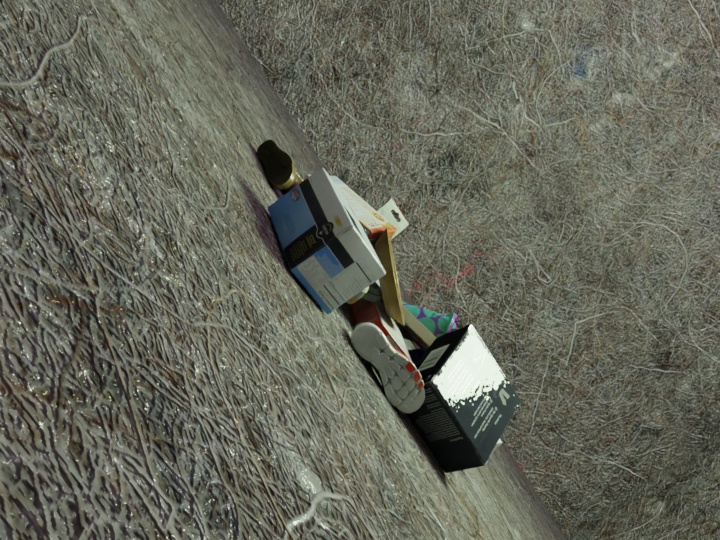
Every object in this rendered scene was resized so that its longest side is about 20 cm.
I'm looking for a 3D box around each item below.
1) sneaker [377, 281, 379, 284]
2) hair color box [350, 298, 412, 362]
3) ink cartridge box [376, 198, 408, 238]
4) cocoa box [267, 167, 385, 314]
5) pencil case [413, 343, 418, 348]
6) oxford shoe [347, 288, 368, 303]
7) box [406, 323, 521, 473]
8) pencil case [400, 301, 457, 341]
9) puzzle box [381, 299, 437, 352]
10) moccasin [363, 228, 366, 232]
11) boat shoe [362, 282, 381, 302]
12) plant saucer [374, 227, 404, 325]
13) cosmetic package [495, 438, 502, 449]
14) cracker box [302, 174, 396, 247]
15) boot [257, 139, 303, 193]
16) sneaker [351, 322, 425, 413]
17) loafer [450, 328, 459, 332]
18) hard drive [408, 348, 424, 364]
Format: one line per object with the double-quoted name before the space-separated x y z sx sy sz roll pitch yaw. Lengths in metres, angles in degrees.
"sneaker" 0.000 0.000 1.768 0.201 0.076 0.142 54 48 -44
"hair color box" 0.039 0.127 1.606 0.112 0.063 0.201 52 8 -21
"ink cartridge box" 0.010 -0.090 1.838 0.109 0.199 0.051 49 2 -45
"cocoa box" -0.063 -0.054 1.350 0.134 0.130 0.202 52 7 -40
"pencil case" 0.239 0.261 2.485 0.203 0.090 0.083 59 6 8
"oxford shoe" -0.061 -0.005 1.524 0.200 0.058 0.074 44 19 32
"box" 0.197 0.256 1.537 0.202 0.116 0.196 55 45 -8
"pencil case" 0.135 0.123 1.833 0.195 0.093 0.086 14 -41 24
"puzzle box" 0.119 0.132 1.721 0.200 0.025 0.133 44 -9 15
"moccasin" -0.042 -0.076 1.551 0.199 0.069 0.080 39 11 18
"boat shoe" -0.023 -0.017 1.606 0.199 0.066 0.073 42 21 11
"plant saucer" 0.058 0.016 1.594 0.200 0.034 0.206 -11 91 -85
"cosmetic package" 0.228 0.343 1.787 0.111 0.082 0.202 5 43 -44
"cracker box" -0.030 -0.126 1.660 0.199 0.058 0.133 43 22 18
"boot" -0.144 -0.184 1.726 0.201 0.065 0.177 54 7 -43
"sneaker" 0.053 0.172 1.435 0.202 0.076 0.082 57 -1 -12
"loafer" 0.228 0.225 1.699 0.073 0.070 0.205 83 13 -63
"hard drive" 0.163 0.236 1.753 0.197 0.026 0.133 0 48 -48
